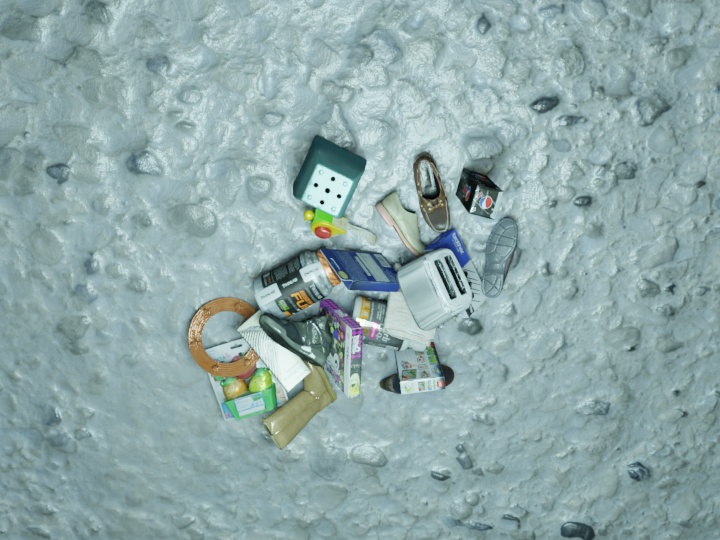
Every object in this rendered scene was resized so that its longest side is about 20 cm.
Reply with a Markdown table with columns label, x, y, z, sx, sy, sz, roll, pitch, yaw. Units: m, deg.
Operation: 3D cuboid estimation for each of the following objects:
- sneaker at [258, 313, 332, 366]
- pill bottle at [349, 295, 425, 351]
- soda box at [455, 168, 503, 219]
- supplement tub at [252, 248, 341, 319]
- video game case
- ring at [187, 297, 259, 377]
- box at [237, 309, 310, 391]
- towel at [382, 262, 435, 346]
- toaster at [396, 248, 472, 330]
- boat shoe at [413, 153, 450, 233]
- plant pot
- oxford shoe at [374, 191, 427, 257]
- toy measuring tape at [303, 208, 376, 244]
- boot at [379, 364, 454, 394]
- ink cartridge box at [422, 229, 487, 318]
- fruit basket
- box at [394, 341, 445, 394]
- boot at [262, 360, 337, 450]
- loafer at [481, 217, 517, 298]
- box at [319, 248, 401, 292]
| label | x | y | z | sx | sy | sz | roll | pitch | yaw |
| --- | --- | --- | --- | --- | --- | --- | --- | --- | --- |
| sneaker | -0.149 | 0.138 | 1.661 | 0.198 | 0.076 | 0.115 | 33 | 65 | -17 |
| pill bottle | 0.070 | 0.138 | 1.725 | 0.197 | 0.117 | 0.118 | 12 | 108 | -5 |
| soda box | 0.271 | -0.178 | 1.582 | 0.062 | 0.200 | 0.072 | 13 | 108 | -5 |
| supplement tub | -0.155 | 0.034 | 1.684 | 0.198 | 0.123 | 0.123 | -28 | 107 | 8 |
| video game case | -0.052 | 0.190 | 1.700 | 0.035 | 0.200 | 0.184 | -6 | 111 | -25 |
| ring | -0.339 | 0.169 | 1.740 | 0.197 | 0.019 | 0.204 | 0 | 85 | -4 |
| box | -0.215 | 0.199 | 1.703 | 0.082 | 0.068 | 0.200 | -41 | 91 | -12 |
| towel | 0.129 | 0.080 | 1.683 | 0.131 | 0.202 | 0.035 | 16 | 149 | -9 |
| toaster | 0.172 | 0.034 | 1.605 | 0.113 | 0.129 | 0.202 | -18 | 81 | -37 |
| boat shoe | 0.170 | -0.179 | 1.649 | 0.070 | 0.070 | 0.202 | -20 | 109 | 4 |
| plant pot | -0.072 | -0.202 | 1.568 | 0.140 | 0.200 | 0.143 | 24 | 106 | -10 |
| oxford shoe | 0.122 | -0.102 | 1.674 | 0.074 | 0.071 | 0.200 | -40 | 107 | 4 |
| toy measuring tape | -0.057 | -0.100 | 1.682 | 0.198 | 0.074 | 0.074 | 22 | 107 | -27 |
| boot | 0.146 | 0.284 | 1.809 | 0.197 | 0.097 | 0.076 | -2 | 82 | -28 |
| ink cartridge box | 0.238 | 0.009 | 1.699 | 0.094 | 0.044 | 0.202 | -40 | 109 | -33 |
| fruit basket | -0.300 | 0.280 | 1.778 | 0.183 | 0.094 | 0.203 | -16 | 105 | 4 |
| box | 0.145 | 0.241 | 1.716 | 0.108 | 0.200 | 0.035 | -6 | 109 | 1 |
| boot | -0.169 | 0.332 | 1.761 | 0.199 | 0.066 | 0.177 | -37 | 109 | -23 |
| loafer | 0.348 | -0.032 | 1.713 | 0.071 | 0.063 | 0.203 | 16 | 99 | 23 |
| box | 0.000 | 0.000 | 1.629 | 0.198 | 0.121 | 0.033 | 6 | 125 | -40 |
